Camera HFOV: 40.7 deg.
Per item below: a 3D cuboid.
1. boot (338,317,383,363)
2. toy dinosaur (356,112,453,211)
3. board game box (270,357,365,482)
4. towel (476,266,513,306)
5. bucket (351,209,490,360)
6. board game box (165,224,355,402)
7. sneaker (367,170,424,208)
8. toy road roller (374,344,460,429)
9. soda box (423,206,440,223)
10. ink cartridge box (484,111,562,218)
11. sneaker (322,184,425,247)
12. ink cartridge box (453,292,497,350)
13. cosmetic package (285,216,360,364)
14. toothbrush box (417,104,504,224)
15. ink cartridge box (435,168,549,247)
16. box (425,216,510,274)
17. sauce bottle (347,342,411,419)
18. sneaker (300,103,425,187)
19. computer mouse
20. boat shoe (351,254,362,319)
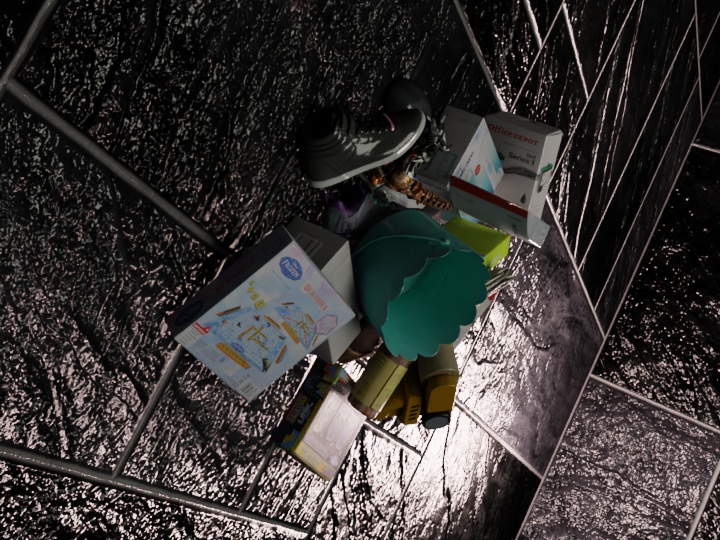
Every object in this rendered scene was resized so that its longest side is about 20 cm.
[{"bbox_3d":[0.054,0.087,1.695,0.199,0.073,0.167,-24,160,-45],"label":"boot"},{"bbox_3d":[0.066,-0.169,1.499,0.136,0.102,0.200,-50,128,-4],"label":"toy dinosaur"},{"bbox_3d":[-0.063,0.261,1.691,0.167,0.056,0.200,-58,152,-15],"label":"board game box"},{"bbox_3d":[0.177,0.046,1.711,0.131,0.200,0.035,-32,95,-20],"label":"towel"},{"bbox_3d":[0.083,0.018,1.495,0.204,0.135,0.210,-21,135,-23],"label":"bucket"},{"bbox_3d":[-0.130,0.064,1.312,0.198,0.041,0.200,-38,140,0],"label":"board game box"},{"bbox_3d":[0.052,-0.122,1.606,0.088,0.074,0.200,-56,151,-9],"label":"sneaker"},{"bbox_3d":[0.090,0.198,1.720,0.202,0.143,0.125,97,-15,-53],"label":"toy road roller"},{"bbox_3d":[0.101,-0.022,1.775,0.068,0.063,0.203,-40,141,-41],"label":"soda box"},{"bbox_3d":[0.301,-0.198,1.926,0.084,0.144,0.204,-19,126,-54],"label":"ink cartridge box"},{"bbox_3d":[0.028,-0.094,1.529,0.197,0.074,0.089,-13,114,-33],"label":"sneaker"},{"bbox_3d":[0.163,0.091,1.882,0.200,0.083,0.147,-48,-175,-34],"label":"ink cartridge box"},{"bbox_3d":[-0.069,0.034,1.455,0.090,0.106,0.202,-49,149,-31],"label":"cosmetic package"},{"bbox_3d":[0.181,-0.182,1.782,0.148,0.084,0.200,-60,151,-13],"label":"toothbrush box"},{"bbox_3d":[0.220,-0.104,1.649,0.199,0.159,0.048,17,100,-61],"label":"ink cartridge box"},{"bbox_3d":[0.163,-0.025,1.684,0.199,0.120,0.048,-35,137,-46],"label":"box"},{"bbox_3d":[0.054,0.155,1.658,0.201,0.066,0.066,-55,153,1],"label":"sauce bottle"},{"bbox_3d":[0.002,-0.200,1.383,0.197,0.071,0.100,-27,140,-7],"label":"sneaker"},{"bbox_3d":[0.094,-0.240,1.611,0.140,0.052,0.200,-60,152,-14],"label":"computer mouse"},{"bbox_3d":[0.000,0.000,1.596,0.201,0.073,0.075,-52,146,-17],"label":"boat shoe"}]
